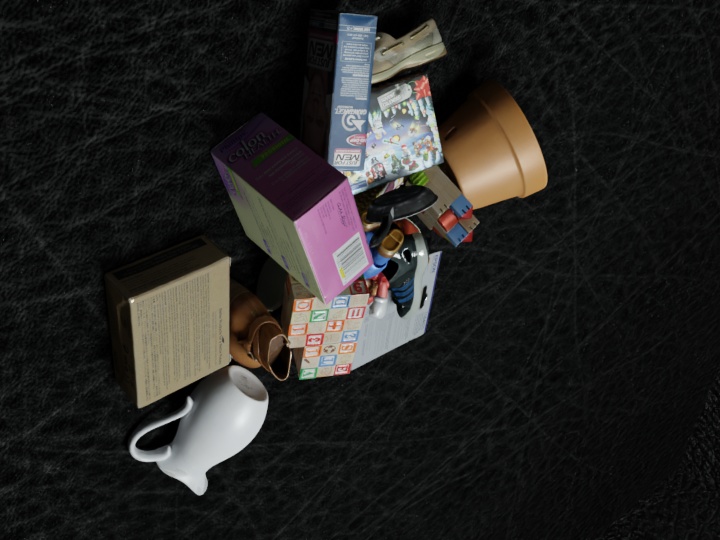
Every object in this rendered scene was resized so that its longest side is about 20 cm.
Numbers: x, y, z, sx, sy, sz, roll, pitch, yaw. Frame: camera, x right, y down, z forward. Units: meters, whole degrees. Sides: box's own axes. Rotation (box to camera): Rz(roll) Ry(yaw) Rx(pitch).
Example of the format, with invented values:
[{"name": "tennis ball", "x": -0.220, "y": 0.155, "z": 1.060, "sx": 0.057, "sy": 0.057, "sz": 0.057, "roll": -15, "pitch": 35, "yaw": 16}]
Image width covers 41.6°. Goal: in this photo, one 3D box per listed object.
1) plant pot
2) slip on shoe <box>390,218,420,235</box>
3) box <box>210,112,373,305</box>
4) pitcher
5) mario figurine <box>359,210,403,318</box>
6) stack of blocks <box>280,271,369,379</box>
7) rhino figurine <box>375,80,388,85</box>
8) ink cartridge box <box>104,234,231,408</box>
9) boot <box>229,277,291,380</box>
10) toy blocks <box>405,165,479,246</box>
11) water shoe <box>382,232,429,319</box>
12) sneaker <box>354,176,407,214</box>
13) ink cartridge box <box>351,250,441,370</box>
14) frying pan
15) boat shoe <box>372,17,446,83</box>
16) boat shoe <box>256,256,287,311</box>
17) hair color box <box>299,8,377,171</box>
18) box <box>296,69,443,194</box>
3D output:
[{"name": "plant pot", "x": 0.201, "y": -0.192, "z": 1.572, "sx": 0.138, "sy": 0.201, "sz": 0.201, "roll": -29, "pitch": 142, "yaw": -4}, {"name": "slip on shoe", "x": 0.048, "y": -0.060, "z": 1.607, "sx": 0.199, "sy": 0.061, "sz": 0.075, "roll": 19, "pitch": 104, "yaw": -55}, {"name": "box", "x": -0.092, "y": -0.085, "z": 1.303, "sx": 0.096, "sy": 0.199, "sz": 0.177, "roll": -39, "pitch": 142, "yaw": -17}, {"name": "pitcher", "x": -0.253, "y": 0.241, "z": 1.487, "sx": 0.170, "sy": 0.122, "sz": 0.201, "roll": 28, "pitch": 109, "yaw": -39}, {"name": "mario figurine", "x": 0.000, "y": 0.000, "z": 1.500, "sx": 0.103, "sy": 0.126, "sz": 0.201, "roll": 5, "pitch": 145, "yaw": -12}, {"name": "stack of blocks", "x": -0.061, "y": 0.081, "z": 1.442, "sx": 0.112, "sy": 0.059, "sz": 0.202, "roll": -4, "pitch": 140, "yaw": -15}, {"name": "rhino figurine", "x": 0.007, "y": -0.199, "z": 1.440, "sx": 0.087, "sy": 0.060, "sz": 0.201, "roll": 36, "pitch": 91, "yaw": -36}, {"name": "ink cartridge box", "x": -0.269, "y": 0.072, "z": 1.344, "sx": 0.163, "sy": 0.075, "sz": 0.203, "roll": -25, "pitch": 136, "yaw": -36}, {"name": "boot", "x": -0.153, "y": 0.119, "z": 1.445, "sx": 0.073, "sy": 0.154, "sz": 0.202, "roll": -37, "pitch": 142, "yaw": -17}, {"name": "toy blocks", "x": 0.134, "y": -0.099, "z": 1.532, "sx": 0.100, "sy": 0.137, "sz": 0.200, "roll": -43, "pitch": 176, "yaw": -5}, {"name": "water shoe", "x": 0.064, "y": 0.009, "z": 1.616, "sx": 0.077, "sy": 0.072, "sz": 0.202, "roll": -5, "pitch": 139, "yaw": -11}, {"name": "sneaker", "x": 0.047, "y": -0.151, "z": 1.518, "sx": 0.202, "sy": 0.075, "sz": 0.090, "roll": -55, "pitch": 144, "yaw": 6}, {"name": "ink cartridge box", "x": 0.053, "y": 0.064, "z": 1.735, "sx": 0.198, "sy": 0.040, "sz": 0.203, "roll": -21, "pitch": 133, "yaw": -38}, {"name": "frying pan", "x": 0.035, "y": -0.083, "z": 1.377, "sx": 0.189, "sy": 0.114, "sz": 0.032, "roll": -32, "pitch": 112, "yaw": -40}, {"name": "boat shoe", "x": 0.032, "y": -0.312, "z": 1.377, "sx": 0.197, "sy": 0.072, "sz": 0.066, "roll": -25, "pitch": 101, "yaw": -18}, {"name": "boat shoe", "x": -0.090, "y": -0.022, "z": 1.473, "sx": 0.071, "sy": 0.070, "sz": 0.203, "roll": 21, "pitch": 101, "yaw": -50}, {"name": "hair color box", "x": -0.033, "y": -0.243, "z": 1.274, "sx": 0.059, "sy": 0.100, "sz": 0.205, "roll": -3, "pitch": 107, "yaw": -27}, {"name": "box", "x": 0.017, "y": -0.195, "z": 1.388, "sx": 0.196, "sy": 0.040, "sz": 0.139, "roll": -21, "pitch": 115, "yaw": -12}]
